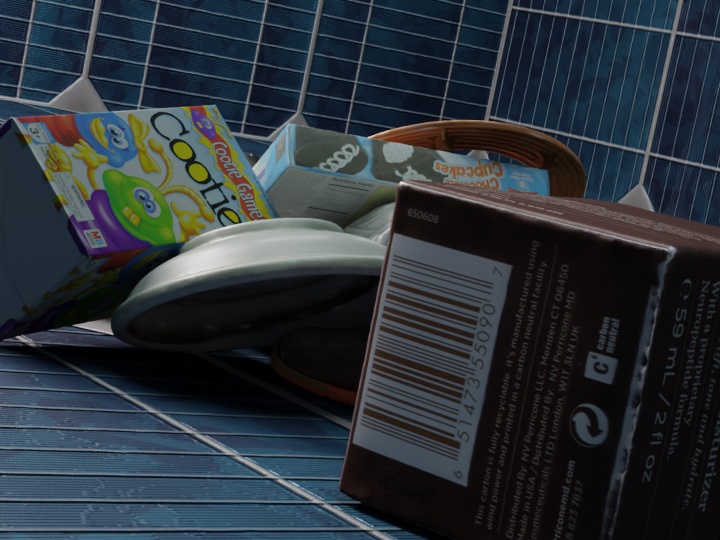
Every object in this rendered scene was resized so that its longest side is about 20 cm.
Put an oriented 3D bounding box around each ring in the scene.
[{"bbox_3d":[0.067,-0.055,1.362,0.200,0.019,0.200,-2,-25,-1],"label":"ring"}]

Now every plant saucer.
[{"bbox_3d":[-0.060,0.005,1.157,0.200,0.050,0.200,-9,-13,-2],"label":"plant saucer"}]

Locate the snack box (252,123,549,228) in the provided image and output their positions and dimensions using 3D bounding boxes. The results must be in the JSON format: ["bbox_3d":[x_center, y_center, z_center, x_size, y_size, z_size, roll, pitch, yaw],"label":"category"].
[{"bbox_3d":[0.021,-0.048,1.308,0.200,0.037,0.116,9,-26,-22],"label":"snack box"}]

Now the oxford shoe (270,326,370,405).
[{"bbox_3d":[0.037,0.043,1.159,0.200,0.073,0.071,2,23,18],"label":"oxford shoe"}]

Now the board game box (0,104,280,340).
[{"bbox_3d":[-0.163,-0.035,1.195,0.200,0.103,0.105,-12,68,-57],"label":"board game box"}]

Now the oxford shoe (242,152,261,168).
[{"bbox_3d":[-0.142,-0.020,1.330,0.200,0.073,0.084,-23,52,-17],"label":"oxford shoe"}]

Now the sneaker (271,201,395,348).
[{"bbox_3d":[0.000,0.000,1.263,0.200,0.075,0.081,-21,28,33],"label":"sneaker"}]

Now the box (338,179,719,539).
[{"bbox_3d":[0.124,0.053,0.927,0.164,0.166,0.200,16,9,40],"label":"box"}]
